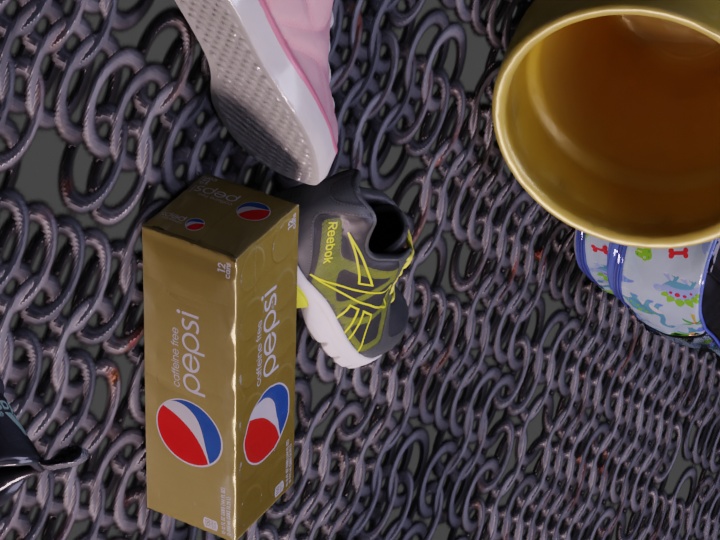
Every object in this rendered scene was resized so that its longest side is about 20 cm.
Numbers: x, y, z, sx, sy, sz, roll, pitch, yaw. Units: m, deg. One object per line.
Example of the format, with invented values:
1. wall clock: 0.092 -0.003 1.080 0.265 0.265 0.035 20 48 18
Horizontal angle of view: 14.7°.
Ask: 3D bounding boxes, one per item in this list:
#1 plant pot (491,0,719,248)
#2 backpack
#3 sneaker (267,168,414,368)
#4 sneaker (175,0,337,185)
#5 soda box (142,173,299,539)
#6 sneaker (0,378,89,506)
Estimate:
1. plant pot: 0.207 -0.148 1.905 0.189 0.200 0.201 -66 161 -49
2. backpack: 0.246 -0.041 2.096 0.183 0.147 0.200 -68 161 -6
3. sneaker: 0.000 0.000 1.661 0.200 0.084 0.075 39 30 -64
4. sneaker: -0.036 -0.137 1.521 0.105 0.075 0.200 -53 147 -23
5. soda box: -0.079 0.050 1.586 0.068 0.064 0.200 -43 144 -46
6. sneaker: -0.179 0.049 1.282 0.200 0.140 0.078 -68 155 -4
